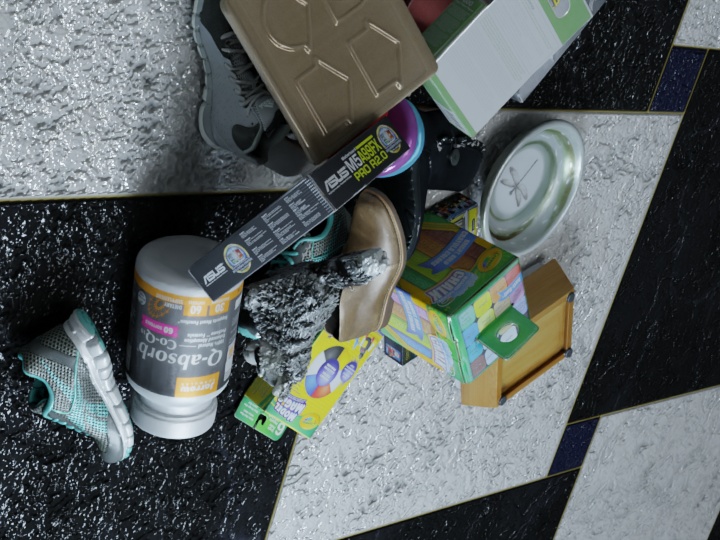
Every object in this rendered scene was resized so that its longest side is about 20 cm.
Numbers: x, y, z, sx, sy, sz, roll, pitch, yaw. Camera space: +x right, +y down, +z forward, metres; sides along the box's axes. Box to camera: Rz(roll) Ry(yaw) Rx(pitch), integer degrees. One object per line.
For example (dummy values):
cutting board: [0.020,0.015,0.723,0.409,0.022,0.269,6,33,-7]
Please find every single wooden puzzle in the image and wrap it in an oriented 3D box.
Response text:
wooden puzzle: [-0.032,-0.229,1.373,0.200,0.046,0.185,-42,112,-30]

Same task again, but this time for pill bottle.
pill bottle: [-0.191,0.072,1.487,0.116,0.116,0.200,-16,127,-41]

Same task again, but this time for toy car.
toy car: [-0.007,-0.162,1.493,0.200,0.150,0.175,20,100,-53]

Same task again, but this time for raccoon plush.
raccoon plush: [-0.049,0.062,1.492,0.097,0.200,0.134,-27,102,-48]

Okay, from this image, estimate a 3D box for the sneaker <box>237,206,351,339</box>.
sneaker: [-0.079,-0.008,1.602,0.200,0.078,0.091,-48,135,-24]

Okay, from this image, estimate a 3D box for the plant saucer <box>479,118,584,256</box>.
plant saucer: [0.219,-0.116,1.864,0.200,0.050,0.200,-29,136,-32]

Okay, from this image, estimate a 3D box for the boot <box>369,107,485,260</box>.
boot: [0.081,-0.100,1.661,0.168,0.076,0.200,-2,97,-54]

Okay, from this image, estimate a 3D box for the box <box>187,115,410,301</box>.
box: [-0.061,-0.061,1.382,0.200,0.044,0.160,-35,-176,40]

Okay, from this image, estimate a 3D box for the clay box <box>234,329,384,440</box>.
clay box: [-0.061,0.124,1.727,0.200,0.048,0.115,-55,143,-4]

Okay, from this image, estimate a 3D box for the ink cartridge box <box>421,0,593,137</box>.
ink cartridge box: [0.155,-0.262,1.550,0.200,0.048,0.146,-47,143,-2]

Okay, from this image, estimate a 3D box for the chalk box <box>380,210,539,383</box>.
chalk box: [0.120,0.039,1.674,0.124,0.200,0.124,-40,136,-24]

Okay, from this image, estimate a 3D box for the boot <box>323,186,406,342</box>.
boot: [0.000,0.000,1.576,0.075,0.074,0.200,-26,136,-36]

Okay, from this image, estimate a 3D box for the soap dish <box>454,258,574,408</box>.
soap dish: [0.225,0.096,2.000,0.200,0.081,0.157,-32,136,-31]

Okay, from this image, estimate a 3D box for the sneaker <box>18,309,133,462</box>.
sneaker: [-0.299,0.131,1.449,0.091,0.078,0.200,-24,130,-15]

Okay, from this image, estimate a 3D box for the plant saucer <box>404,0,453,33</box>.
plant saucer: [0.129,-0.331,1.618,0.200,0.037,0.200,23,99,-53]

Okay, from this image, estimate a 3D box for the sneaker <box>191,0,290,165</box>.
sneaker: [-0.107,-0.195,1.385,0.075,0.115,0.200,-26,134,-32]

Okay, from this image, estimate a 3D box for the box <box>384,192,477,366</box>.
box: [0.091,0.012,1.824,0.137,0.038,0.200,-29,135,-32]

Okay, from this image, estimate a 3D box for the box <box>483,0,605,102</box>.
box: [0.211,-0.323,1.646,0.200,0.048,0.158,-50,142,-8]
